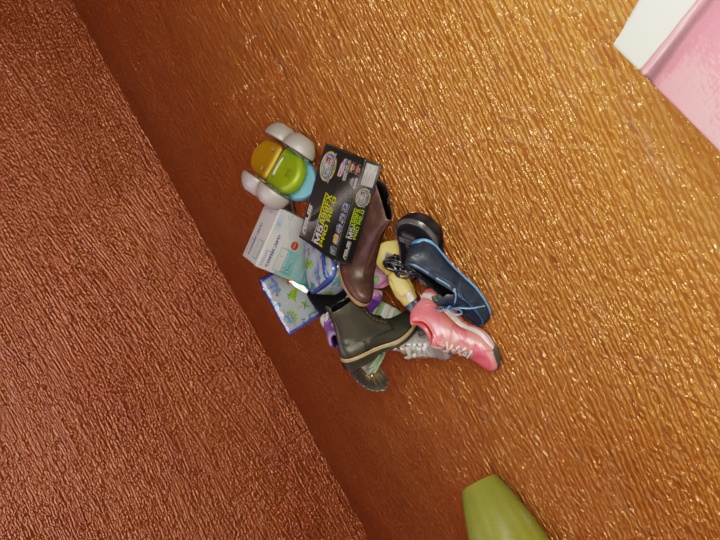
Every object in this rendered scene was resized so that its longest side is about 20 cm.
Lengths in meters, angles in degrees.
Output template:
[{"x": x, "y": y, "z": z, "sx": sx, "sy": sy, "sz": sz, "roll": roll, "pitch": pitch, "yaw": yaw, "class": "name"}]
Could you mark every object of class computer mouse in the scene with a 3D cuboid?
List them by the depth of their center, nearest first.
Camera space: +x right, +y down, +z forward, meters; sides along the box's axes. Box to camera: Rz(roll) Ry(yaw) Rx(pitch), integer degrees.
[{"x": 0.107, "y": -0.047, "z": 1.173, "sx": 0.135, "sy": 0.053, "sz": 0.202, "roll": 25, "pitch": 152, "yaw": 16, "class": "computer mouse"}]

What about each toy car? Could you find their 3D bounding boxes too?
[{"x": -0.171, "y": -0.230, "z": 1.490, "sx": 0.149, "sy": 0.178, "sz": 0.199, "roll": 29, "pitch": -176, "yaw": -44, "class": "toy car"}]

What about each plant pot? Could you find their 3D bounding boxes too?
[{"x": 0.308, "y": 0.567, "z": 1.404, "sx": 0.189, "sy": 0.182, "sz": 0.204, "roll": 97, "pitch": 152, "yaw": -59, "class": "plant pot"}]

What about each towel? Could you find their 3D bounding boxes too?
[{"x": 0.009, "y": 0.136, "z": 1.466, "sx": 0.023, "sy": 0.156, "sz": 0.199, "roll": 29, "pitch": 178, "yaw": -33, "class": "towel"}]

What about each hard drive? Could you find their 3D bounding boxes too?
[{"x": -0.048, "y": 0.075, "z": 1.601, "sx": 0.199, "sy": 0.136, "sz": 0.042, "roll": 41, "pitch": -174, "yaw": 35, "class": "hard drive"}]

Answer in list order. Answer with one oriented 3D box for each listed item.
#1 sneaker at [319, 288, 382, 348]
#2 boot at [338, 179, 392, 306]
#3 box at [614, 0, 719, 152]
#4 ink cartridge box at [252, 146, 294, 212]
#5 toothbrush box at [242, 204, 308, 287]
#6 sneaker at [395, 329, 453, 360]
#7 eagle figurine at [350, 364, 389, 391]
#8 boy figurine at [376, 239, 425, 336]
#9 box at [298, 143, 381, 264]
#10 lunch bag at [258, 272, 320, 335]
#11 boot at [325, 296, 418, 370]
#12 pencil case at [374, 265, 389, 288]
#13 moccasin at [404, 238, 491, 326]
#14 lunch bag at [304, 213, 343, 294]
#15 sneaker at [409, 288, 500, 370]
[{"x": -0.016, "y": 0.113, "z": 1.434, "sx": 0.199, "sy": 0.079, "sz": 0.091, "roll": -41, "pitch": 44, "yaw": 39, "class": "sneaker"}, {"x": 0.014, "y": -0.053, "z": 1.248, "sx": 0.167, "sy": 0.070, "sz": 0.206, "roll": 131, "pitch": 136, "yaw": -52, "class": "boot"}, {"x": 0.309, "y": -0.159, "z": 0.457, "sx": 0.202, "sy": 0.126, "sz": 0.110, "roll": 53, "pitch": 160, "yaw": 17, "class": "box"}, {"x": -0.262, "y": -0.247, "z": 1.788, "sx": 0.200, "sy": 0.050, "sz": 0.111, "roll": 46, "pitch": 156, "yaw": 32, "class": "ink cartridge box"}, {"x": -0.167, "y": -0.059, "z": 1.557, "sx": 0.197, "sy": 0.150, "sz": 0.085, "roll": 25, "pitch": -177, "yaw": -39, "class": "toothbrush box"}, {"x": 0.130, "y": 0.161, "z": 1.372, "sx": 0.198, "sy": 0.079, "sz": 0.078, "roll": 8, "pitch": 125, "yaw": 63, "class": "sneaker"}, {"x": 0.026, "y": 0.186, "z": 1.598, "sx": 0.200, "sy": 0.146, "sz": 0.157, "roll": -141, "pitch": 40, "yaw": -64, "class": "eagle figurine"}, {"x": 0.094, "y": 0.033, "z": 1.307, "sx": 0.204, "sy": 0.063, "sz": 0.124, "roll": 62, "pitch": -173, "yaw": 3, "class": "boy figurine"}, {"x": -0.045, "y": -0.136, "z": 1.275, "sx": 0.159, "sy": 0.043, "sz": 0.206, "roll": 33, "pitch": 108, "yaw": 51, "class": "box"}, {"x": -0.156, "y": 0.050, "z": 1.728, "sx": 0.173, "sy": 0.197, "sz": 0.127, "roll": 59, "pitch": 159, "yaw": -5, "class": "lunch bag"}, {"x": 0.029, "y": 0.096, "z": 1.309, "sx": 0.077, "sy": 0.197, "sz": 0.142, "roll": 8, "pitch": 123, "yaw": 56, "class": "boot"}, {"x": 0.000, "y": 0.000, "z": 1.457, "sx": 0.089, "sy": 0.086, "sz": 0.198, "roll": 63, "pitch": 157, "yaw": -13, "class": "pencil case"}, {"x": 0.146, "y": 0.035, "z": 1.119, "sx": 0.199, "sy": 0.069, "sz": 0.080, "roll": 43, "pitch": 155, "yaw": -11, "class": "moccasin"}, {"x": -0.068, "y": -0.058, "z": 1.420, "sx": 0.160, "sy": 0.080, "sz": 0.207, "roll": -30, "pitch": 60, "yaw": 58, "class": "lunch bag"}, {"x": 0.173, "y": 0.130, "z": 1.200, "sx": 0.199, "sy": 0.087, "sz": 0.074, "roll": 42, "pitch": 156, "yaw": 15, "class": "sneaker"}]
